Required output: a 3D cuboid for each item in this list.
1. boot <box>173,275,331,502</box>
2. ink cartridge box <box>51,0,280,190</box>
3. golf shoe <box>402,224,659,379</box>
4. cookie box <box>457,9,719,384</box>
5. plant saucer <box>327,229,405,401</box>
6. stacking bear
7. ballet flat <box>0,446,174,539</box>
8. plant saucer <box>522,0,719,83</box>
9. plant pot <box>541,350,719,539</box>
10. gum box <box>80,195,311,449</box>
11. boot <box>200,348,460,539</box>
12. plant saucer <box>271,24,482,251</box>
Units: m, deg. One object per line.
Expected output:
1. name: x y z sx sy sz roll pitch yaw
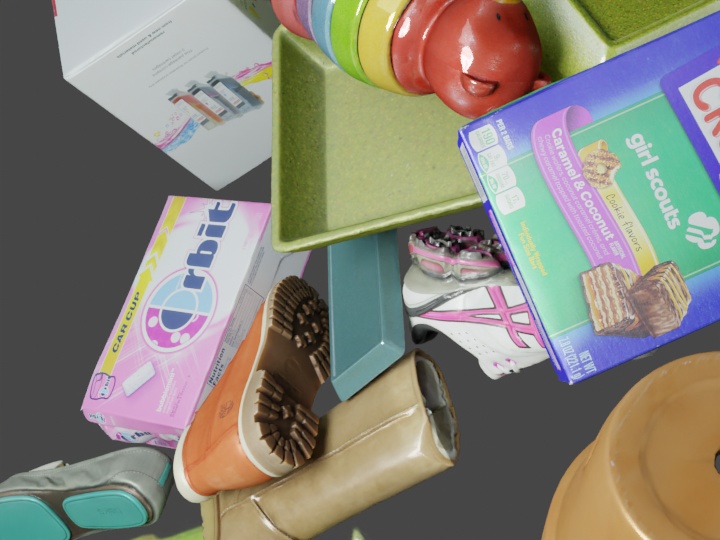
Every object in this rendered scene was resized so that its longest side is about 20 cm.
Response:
1. boot: -0.078 0.084 1.134 0.107 0.075 0.201 -33 22 31
2. ink cartridge box: -0.132 -0.193 1.261 0.144 0.200 0.146 -30 54 18
3. golf shoe: 0.118 0.033 1.060 0.199 0.072 0.093 17 111 35
4. cookie box: 0.182 -0.047 0.947 0.199 0.075 0.172 -24 89 2
5. plant saucer: 0.000 0.000 1.146 0.070 0.019 0.201 -41 36 33
6. stacking bear: 0.038 -0.166 1.018 0.200 0.121 0.114 38 117 39
7. ballet flat: -0.230 0.180 1.247 0.199 0.068 0.064 -12 34 31
8. plant saucer: 0.183 -0.208 1.048 0.199 0.048 0.200 -26 62 -14
9. plant pot: 0.196 0.137 0.838 0.198 0.141 0.201 -2 52 3
10. gum box: -0.128 0.047 1.215 0.113 0.066 0.201 6 67 37
11. boot: -0.020 0.168 1.083 0.199 0.066 0.176 -31 51 20
12. plant saucer: 0.036 -0.109 1.096 0.198 0.048 0.201 -14 58 19
